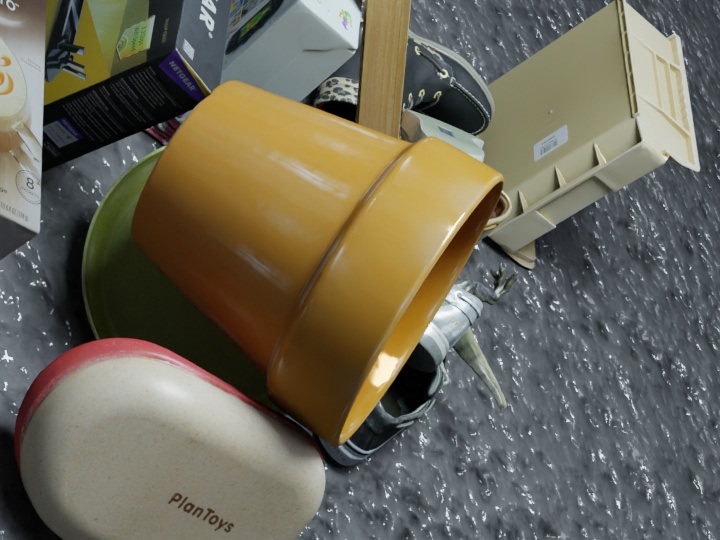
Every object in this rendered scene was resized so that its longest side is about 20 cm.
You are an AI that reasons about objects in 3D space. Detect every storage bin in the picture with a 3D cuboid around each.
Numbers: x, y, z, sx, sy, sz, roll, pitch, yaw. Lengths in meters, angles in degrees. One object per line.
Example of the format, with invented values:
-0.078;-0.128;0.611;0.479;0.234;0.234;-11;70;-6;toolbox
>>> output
0.210;-0.130;1.669;0.094;0.200;0.199;35;39;-33;storage bin

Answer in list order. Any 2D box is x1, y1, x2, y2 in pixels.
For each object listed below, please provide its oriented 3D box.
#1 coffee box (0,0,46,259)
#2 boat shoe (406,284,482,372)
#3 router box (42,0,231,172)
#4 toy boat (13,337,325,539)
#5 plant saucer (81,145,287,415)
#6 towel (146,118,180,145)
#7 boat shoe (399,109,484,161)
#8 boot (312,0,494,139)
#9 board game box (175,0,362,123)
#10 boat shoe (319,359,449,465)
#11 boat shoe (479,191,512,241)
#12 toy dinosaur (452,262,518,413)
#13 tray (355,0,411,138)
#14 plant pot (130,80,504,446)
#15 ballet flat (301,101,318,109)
-0.263;-0.108;1.075;0.114;0.080;0.201;30;42;-41;coffee box
0.000;-0.001;1.304;0.202;0.065;0.075;34;-21;33;boat shoe
-0.166;-0.172;1.191;0.052;0.157;0.201;51;29;-39;router box
-0.126;0.109;1.084;0.200;0.131;0.131;34;9;-37;toy boat
-0.095;0.009;1.190;0.199;0.031;0.201;4;78;-19;plant saucer
-0.128;-0.148;1.356;0.200;0.030;0.147;36;38;-34;towel
0.054;-0.079;1.358;0.070;0.072;0.201;23;10;-3;boat shoe
0.036;-0.146;1.557;0.203;0.073;0.154;36;41;-28;boot
-0.064;-0.201;1.330;0.064;0.147;0.200;37;34;-25;board game box
0.036;0.089;1.356;0.072;0.071;0.200;54;30;-9;boat shoe
0.059;-0.067;1.521;0.200;0.069;0.074;8;59;-51;boat shoe
0.073;0.013;1.394;0.200;0.047;0.088;49;63;-15;toy dinosaur
0.020;-0.192;1.316;0.037;0.201;0.099;5;32;0;tray
-0.038;-0.021;1.106;0.183;0.201;0.200;32;31;7;plant pot
-0.003;-0.069;1.394;0.200;0.069;0.070;54;28;-37;ballet flat
